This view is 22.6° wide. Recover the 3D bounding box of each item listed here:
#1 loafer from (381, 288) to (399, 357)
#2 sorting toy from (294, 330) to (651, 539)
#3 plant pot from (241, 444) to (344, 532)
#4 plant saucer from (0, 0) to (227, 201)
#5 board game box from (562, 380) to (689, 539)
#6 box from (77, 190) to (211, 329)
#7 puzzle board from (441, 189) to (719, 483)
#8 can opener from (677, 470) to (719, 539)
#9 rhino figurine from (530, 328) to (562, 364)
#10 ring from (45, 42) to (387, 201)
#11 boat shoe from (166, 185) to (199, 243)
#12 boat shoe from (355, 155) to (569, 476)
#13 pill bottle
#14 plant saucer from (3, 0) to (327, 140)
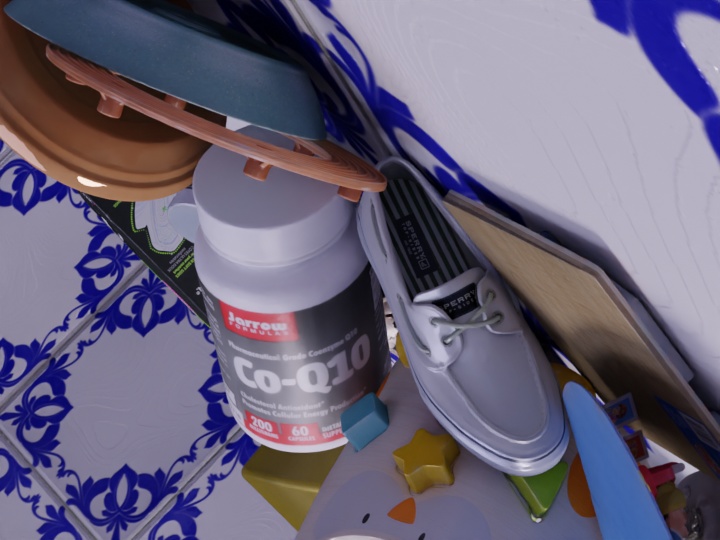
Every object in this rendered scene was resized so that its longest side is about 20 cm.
[{"bbox_3d":[0.000,0.000,1.232,0.200,0.072,0.063,51,-166,-20],"label":"loafer"},{"bbox_3d":[0.045,0.137,1.057,0.199,0.180,0.107,14,139,31],"label":"sorting toy"},{"bbox_3d":[-0.023,0.310,2.750,0.200,0.200,0.176,48,161,-25],"label":"plant pot"},{"bbox_3d":[-0.165,-0.138,1.142,0.200,0.200,0.037,46,131,-7],"label":"plant saucer"},{"bbox_3d":[0.165,0.147,0.953,0.158,0.039,0.201,-123,13,-66],"label":"board game box"},{"bbox_3d":[-0.158,-0.053,1.673,0.200,0.124,0.149,45,174,7],"label":"box"},{"bbox_3d":[0.137,0.041,0.963,0.200,0.017,0.151,49,171,-31],"label":"puzzle board"},{"bbox_3d":[0.208,0.204,1.011,0.066,0.201,0.053,17,141,-24],"label":"can opener"},{"bbox_3d":[0.103,0.072,1.150,0.087,0.060,0.200,35,167,34],"label":"rhino figurine"},{"bbox_3d":[-0.079,-0.079,0.986,0.200,0.019,0.200,21,-170,-4],"label":"ring"},{"bbox_3d":[-0.042,-0.036,1.327,0.199,0.068,0.074,14,147,26],"label":"boat shoe"},{"bbox_3d":[0.051,0.025,1.022,0.200,0.073,0.067,56,170,22],"label":"boat shoe"},{"bbox_3d":[-0.044,0.012,1.143,0.114,0.114,0.201,39,152,37],"label":"pill bottle"},{"bbox_3d":[-0.105,-0.130,1.043,0.199,0.036,0.200,22,-170,-4],"label":"plant saucer"}]
